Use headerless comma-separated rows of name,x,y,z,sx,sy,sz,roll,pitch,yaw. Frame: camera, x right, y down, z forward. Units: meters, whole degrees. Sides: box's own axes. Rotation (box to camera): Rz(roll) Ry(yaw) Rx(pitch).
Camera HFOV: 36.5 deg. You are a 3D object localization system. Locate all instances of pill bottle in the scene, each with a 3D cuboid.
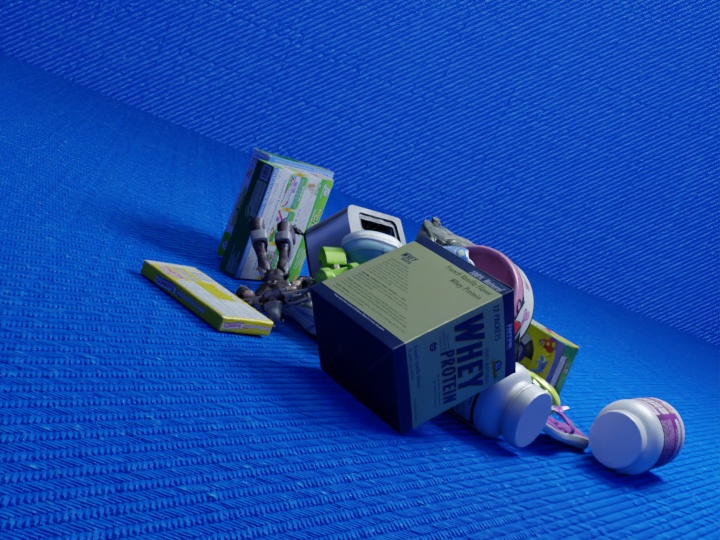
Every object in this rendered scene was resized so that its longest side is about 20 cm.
pill bottle,0.421,0.253,1.676,0.111,0.114,0.199,28,10,29
pill bottle,0.171,0.165,1.560,0.199,0.114,0.112,31,12,36

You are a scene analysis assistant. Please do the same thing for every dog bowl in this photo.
dog bowl,0.190,0.047,1.833,0.198,0.201,0.074,28,-14,28

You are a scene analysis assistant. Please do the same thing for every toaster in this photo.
toaster,0.000,0.000,1.824,0.198,0.118,0.184,13,56,-47

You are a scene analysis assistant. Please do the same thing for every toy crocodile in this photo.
toy crocodile,-0.021,0.053,1.631,0.067,0.062,0.203,-11,71,-31

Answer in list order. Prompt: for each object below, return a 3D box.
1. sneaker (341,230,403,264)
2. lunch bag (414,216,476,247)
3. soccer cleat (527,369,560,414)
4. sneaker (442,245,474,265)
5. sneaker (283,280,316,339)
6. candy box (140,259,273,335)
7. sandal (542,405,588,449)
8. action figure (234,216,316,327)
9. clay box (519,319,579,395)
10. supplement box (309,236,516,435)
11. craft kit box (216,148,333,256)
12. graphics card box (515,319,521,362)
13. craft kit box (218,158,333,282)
sneaker,0.046,0.030,1.692,0.199,0.079,0.132,32,45,-35
lunch bag,0.141,0.024,2.021,0.138,0.202,0.167,11,20,-46
soccer cleat,0.259,0.176,1.832,0.199,0.066,0.083,27,26,34
sneaker,0.143,0.026,1.699,0.076,0.077,0.201,-7,-28,11
sneaker,-0.069,0.060,1.690,0.198,0.073,0.072,29,8,24
candy box,-0.223,0.038,1.575,0.199,0.027,0.101,31,16,39
sandal,0.294,0.223,1.646,0.082,0.050,0.202,28,-1,33
action figure,-0.130,0.008,1.660,0.128,0.070,0.202,-2,47,-4
clay box,0.286,0.144,1.947,0.047,0.116,0.199,12,14,-43
supplement box,0.071,0.080,1.460,0.198,0.136,0.199,-24,35,-27
craft kit box,-0.151,-0.105,1.974,0.048,0.200,0.199,24,8,33
graphics card box,0.183,0.123,1.692,0.124,0.051,0.201,27,-27,22
craft kit box,-0.143,-0.082,1.897,0.048,0.203,0.197,26,9,30
